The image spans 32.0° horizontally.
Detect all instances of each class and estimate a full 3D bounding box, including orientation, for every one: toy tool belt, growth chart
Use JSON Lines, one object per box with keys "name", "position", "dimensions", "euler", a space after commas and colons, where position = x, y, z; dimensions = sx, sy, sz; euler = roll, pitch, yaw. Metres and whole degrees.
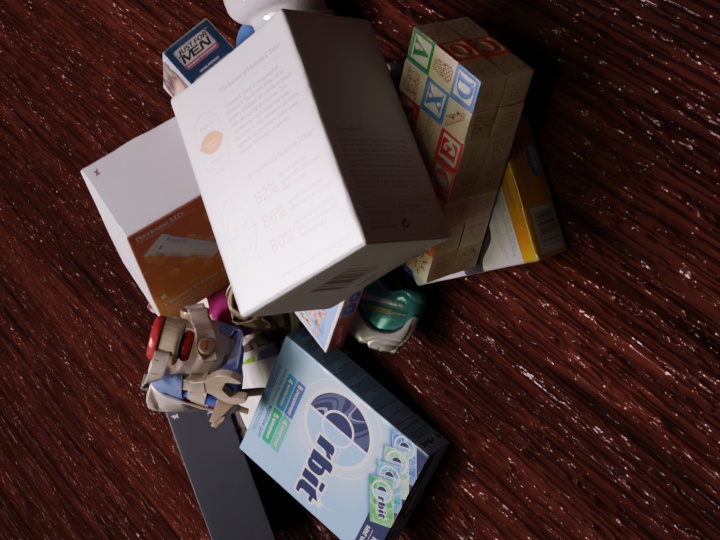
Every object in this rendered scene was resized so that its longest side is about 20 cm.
{"name": "toy tool belt", "position": [-0.155, 0.098, 1.312], "dimensions": [0.200, 0.123, 0.125], "euler": [112, 171, -73]}
{"name": "growth chart", "position": [-0.115, 0.133, 1.449], "dimensions": [0.200, 0.018, 0.145], "euler": [-11, 96, 56]}

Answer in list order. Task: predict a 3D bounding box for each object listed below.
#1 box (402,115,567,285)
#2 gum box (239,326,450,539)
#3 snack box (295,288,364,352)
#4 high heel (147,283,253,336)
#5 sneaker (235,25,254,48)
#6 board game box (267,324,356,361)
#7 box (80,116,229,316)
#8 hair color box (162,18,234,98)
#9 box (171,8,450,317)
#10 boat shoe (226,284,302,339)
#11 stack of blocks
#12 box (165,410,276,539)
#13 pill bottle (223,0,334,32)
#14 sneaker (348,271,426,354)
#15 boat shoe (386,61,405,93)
{"name": "box", "position": [0.090, -0.056, 1.113], "dimensions": [0.200, 0.041, 0.119], "euler": [-12, 95, 59]}
{"name": "gum box", "position": [-0.022, 0.184, 1.322], "dimensions": [0.200, 0.045, 0.170], "euler": [38, 125, 22]}
{"name": "snack box", "position": [-0.021, -0.015, 1.129], "dimensions": [0.072, 0.024, 0.200], "euler": [50, 143, 27]}
{"name": "high heel", "position": [-0.187, 0.048, 1.440], "dimensions": [0.067, 0.096, 0.200], "euler": [64, 171, -29]}
{"name": "sneaker", "position": [-0.115, -0.161, 1.317], "dimensions": [0.066, 0.078, 0.200], "euler": [20, 120, 51]}
{"name": "board game box", "position": [-0.063, 0.126, 1.420], "dimensions": [0.135, 0.035, 0.200], "euler": [35, 132, 42]}
{"name": "box", "position": [-0.195, -0.051, 1.314], "dimensions": [0.098, 0.124, 0.200], "euler": [53, 167, 24]}
{"name": "hair color box", "position": [-0.109, -0.141, 1.237], "dimensions": [0.200, 0.061, 0.100], "euler": [48, 166, 4]}
{"name": "box", "position": [-0.043, -0.084, 1.014], "dimensions": [0.152, 0.106, 0.200], "euler": [-30, 73, 39]}
{"name": "boat shoe", "position": [-0.103, 0.023, 1.291], "dimensions": [0.200, 0.074, 0.076], "euler": [104, 147, -67]}
{"name": "stack of blocks", "position": [0.062, -0.105, 1.041], "dimensions": [0.115, 0.058, 0.200], "euler": [46, 138, 34]}
{"name": "box", "position": [-0.174, 0.255, 1.561], "dimensions": [0.141, 0.079, 0.200], "euler": [149, 101, -83]}
{"name": "pill bottle", "position": [-0.086, -0.298, 1.177], "dimensions": [0.111, 0.111, 0.200], "euler": [-19, 90, 56]}
{"name": "sneaker", "position": [0.000, 0.000, 1.255], "dimensions": [0.200, 0.077, 0.080], "euler": [47, 110, 38]}
{"name": "boat shoe", "position": [-0.013, -0.177, 1.185], "dimensions": [0.200, 0.067, 0.057], "euler": [19, 98, 44]}
